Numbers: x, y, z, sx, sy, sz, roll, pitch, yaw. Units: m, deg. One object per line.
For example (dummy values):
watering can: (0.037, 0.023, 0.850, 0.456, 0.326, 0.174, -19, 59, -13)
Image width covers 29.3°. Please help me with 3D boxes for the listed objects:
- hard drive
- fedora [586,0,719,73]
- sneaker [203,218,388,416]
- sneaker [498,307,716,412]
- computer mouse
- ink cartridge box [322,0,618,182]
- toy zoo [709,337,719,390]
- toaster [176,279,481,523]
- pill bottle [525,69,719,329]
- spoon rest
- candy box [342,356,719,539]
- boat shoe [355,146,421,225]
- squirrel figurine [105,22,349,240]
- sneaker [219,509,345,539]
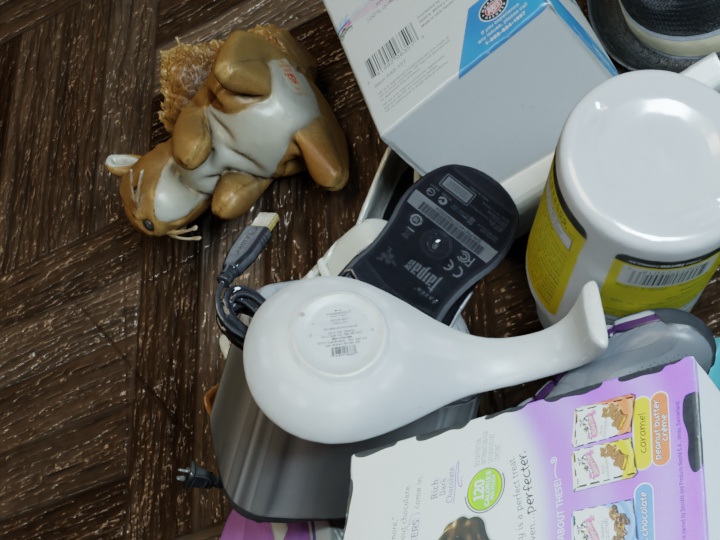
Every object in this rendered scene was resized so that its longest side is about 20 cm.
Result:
hard drive: (0.156, -0.074, 0.914, 0.199, 0.132, 0.026, -32, 81, 16)
fedora: (0.232, -0.237, 0.983, 0.199, 0.092, 0.203, -20, 51, 26)
sneaker: (-0.045, 0.045, 0.959, 0.201, 0.084, 0.073, -57, 41, 29)
sneaker: (0.122, 0.104, 0.785, 0.200, 0.074, 0.088, -40, 20, 30)
computer mouse: (0.000, 0.000, 0.831, 0.140, 0.046, 0.201, 32, 59, 6)
ink cartridge box: (0.082, -0.169, 1.010, 0.147, 0.144, 0.201, -36, 46, 19)
toy zoo: (0.192, 0.096, 0.793, 0.199, 0.020, 0.132, -17, 38, 57)
toaster: (-0.014, 0.080, 0.876, 0.114, 0.197, 0.130, -109, 25, -43)
pill bottle: (0.156, -0.020, 0.813, 0.110, 0.201, 0.113, 1, 65, -2)
spoon rest: (0.034, 0.045, 0.763, 0.197, 0.061, 0.101, -4, 61, -2)
candy box: (0.084, 0.151, 0.649, 0.198, 0.072, 0.169, -20, 44, 30)
boat shoe: (0.017, -0.005, 1.010, 0.071, 0.066, 0.202, 8, 67, 39)
squirrel figurine: (-0.121, -0.113, 1.164, 0.186, 0.141, 0.201, -37, 31, 25)
sneaker: (-0.044, 0.218, 0.912, 0.114, 0.073, 0.202, -32, 37, 21)
